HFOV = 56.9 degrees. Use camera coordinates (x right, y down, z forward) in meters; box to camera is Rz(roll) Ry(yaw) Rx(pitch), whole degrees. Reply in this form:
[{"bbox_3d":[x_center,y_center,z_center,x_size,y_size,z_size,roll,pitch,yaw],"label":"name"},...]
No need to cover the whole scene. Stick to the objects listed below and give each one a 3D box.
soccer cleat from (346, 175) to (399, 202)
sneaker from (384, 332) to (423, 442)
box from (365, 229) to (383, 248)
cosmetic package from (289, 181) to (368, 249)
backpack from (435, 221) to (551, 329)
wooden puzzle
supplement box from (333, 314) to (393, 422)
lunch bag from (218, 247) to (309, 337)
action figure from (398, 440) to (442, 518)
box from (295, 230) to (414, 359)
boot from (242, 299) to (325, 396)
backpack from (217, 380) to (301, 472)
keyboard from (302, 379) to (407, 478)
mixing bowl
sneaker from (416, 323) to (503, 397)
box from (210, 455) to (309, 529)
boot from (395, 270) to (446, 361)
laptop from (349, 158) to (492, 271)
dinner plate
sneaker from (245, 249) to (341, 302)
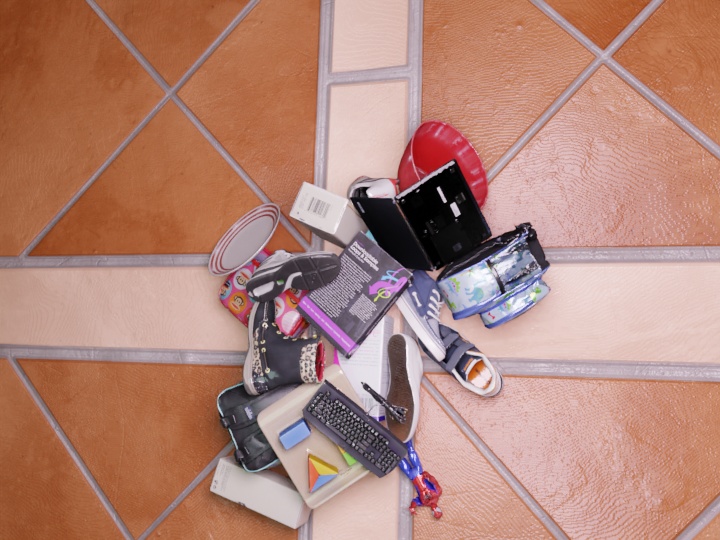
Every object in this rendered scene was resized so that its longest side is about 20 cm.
[{"bbox_3d":[0.005,-0.151,1.324,0.083,0.199,0.070,-15,101,-25],"label":"soccer cleat"},{"bbox_3d":[0.095,0.227,1.281,0.071,0.084,0.206,-4,78,33],"label":"sneaker"},{"bbox_3d":[0.000,0.000,1.349,0.049,0.082,0.202,36,91,17],"label":"box"},{"bbox_3d":[-0.054,-0.099,1.318,0.102,0.200,0.075,23,88,16],"label":"cosmetic package"},{"bbox_3d":[0.247,0.022,1.227,0.197,0.183,0.150,-27,88,6],"label":"backpack"},{"bbox_3d":[-0.067,0.304,1.210,0.183,0.046,0.203,-32,90,-2],"label":"wooden puzzle"},{"bbox_3d":[0.005,0.187,1.306,0.099,0.103,0.206,2,83,16],"label":"supplement box"},{"bbox_3d":[-0.180,0.050,1.393,0.199,0.082,0.177,38,87,18],"label":"lunch bag"},{"bbox_3d":[0.095,0.379,1.256,0.065,0.099,0.202,-33,77,7],"label":"action figure"},{"bbox_3d":[-0.011,0.045,1.270,0.142,0.036,0.201,40,88,22],"label":"box"},{"bbox_3d":[-0.137,0.132,1.258,0.150,0.074,0.208,-9,54,18],"label":"boot"},{"bbox_3d":[-0.155,0.279,1.306,0.197,0.153,0.179,-29,75,7],"label":"backpack"},{"bbox_3d":[0.005,0.267,1.185,0.199,0.021,0.128,39,88,-7],"label":"keyboard"},{"bbox_3d":[0.145,-0.177,1.303,0.108,0.197,0.205,-33,70,48],"label":"mixing bowl"},{"bbox_3d":[0.189,0.165,1.275,0.198,0.079,0.079,35,91,19],"label":"sneaker"},{"bbox_3d":[-0.194,0.440,1.329,0.196,0.082,0.070,18,85,18],"label":"box"},{"bbox_3d":[0.130,0.075,1.281,0.090,0.073,0.201,-36,51,4],"label":"boot"},{"bbox_3d":[0.112,-0.099,1.226,0.197,0.179,0.104,-31,32,6],"label":"laptop"},{"bbox_3d":[-0.241,-0.061,1.400,0.197,0.024,0.203,-29,35,22],"label":"dinner plate"},{"bbox_3d":[-0.126,-0.016,1.292,0.196,0.116,0.077,-16,122,17],"label":"sneaker"}]
